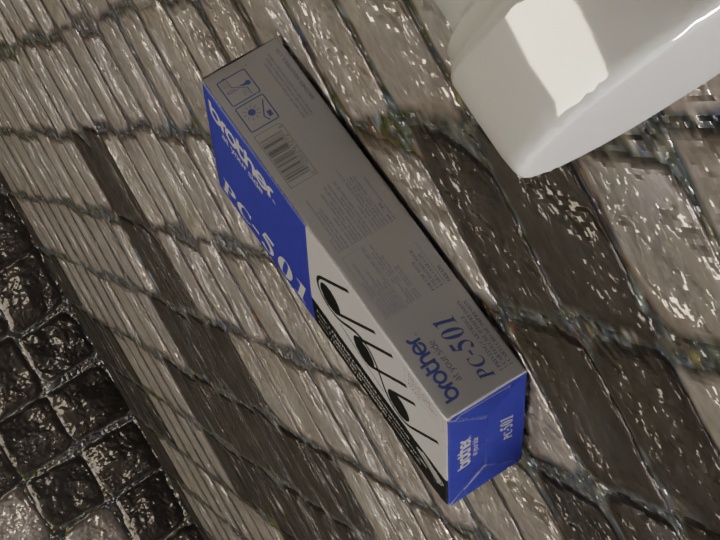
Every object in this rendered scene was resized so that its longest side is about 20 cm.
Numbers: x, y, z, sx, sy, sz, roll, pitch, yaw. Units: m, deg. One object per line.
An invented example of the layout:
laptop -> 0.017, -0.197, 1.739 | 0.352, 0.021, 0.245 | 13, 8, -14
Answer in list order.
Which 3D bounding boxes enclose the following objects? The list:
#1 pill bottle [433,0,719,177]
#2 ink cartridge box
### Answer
pill bottle -> 0.015, -0.127, 0.397 | 0.201, 0.116, 0.116 | 58, 168, 6
ink cartridge box -> 0.000, 0.000, 0.941 | 0.201, 0.044, 0.094 | 54, 166, 25
